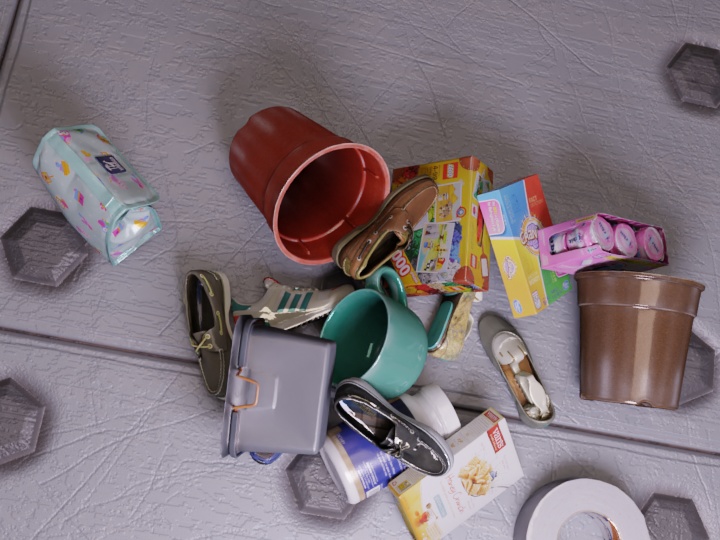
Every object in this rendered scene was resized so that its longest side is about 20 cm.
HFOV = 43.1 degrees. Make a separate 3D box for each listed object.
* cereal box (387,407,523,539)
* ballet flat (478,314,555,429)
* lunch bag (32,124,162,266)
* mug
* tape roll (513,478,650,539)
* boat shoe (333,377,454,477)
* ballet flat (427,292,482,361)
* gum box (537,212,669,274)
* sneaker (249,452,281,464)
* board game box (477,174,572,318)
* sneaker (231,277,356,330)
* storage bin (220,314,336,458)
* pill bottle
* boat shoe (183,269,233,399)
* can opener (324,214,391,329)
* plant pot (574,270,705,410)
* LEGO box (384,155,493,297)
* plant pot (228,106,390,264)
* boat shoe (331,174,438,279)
[{"bbox_3d":[0.147,0.314,1.371,0.200,0.040,0.144,-34,128,-14],"label":"cereal box"},{"bbox_3d":[0.255,0.156,1.455,0.067,0.064,0.200,-23,81,-13],"label":"ballet flat"},{"bbox_3d":[-0.388,-0.118,1.353,0.122,0.200,0.170,-40,84,-15],"label":"lunch bag"},{"bbox_3d":[0.035,0.104,1.367,0.114,0.152,0.185,28,100,-38],"label":"mug"},{"bbox_3d":[0.341,0.422,1.405,0.200,0.066,0.201,2,77,-7],"label":"tape roll"},{"bbox_3d":[0.042,0.229,1.275,0.200,0.057,0.069,37,114,-2],"label":"boat shoe"},{"bbox_3d":[0.162,0.053,1.471,0.071,0.071,0.200,22,74,-3],"label":"ballet flat"},{"bbox_3d":[0.383,-0.036,1.449,0.200,0.113,0.066,8,72,-40],"label":"gum box"},{"bbox_3d":[-0.124,0.194,1.381,0.075,0.078,0.200,17,75,-4],"label":"sneaker"},{"bbox_3d":[0.263,-0.042,1.448,0.153,0.040,0.200,-25,98,-53],"label":"board game box"},{"bbox_3d":[-0.107,0.044,1.423,0.200,0.070,0.094,-22,87,-10],"label":"sneaker"},{"bbox_3d":[-0.112,0.168,1.284,0.134,0.146,0.200,6,88,6],"label":"storage bin"},{"bbox_3d":[0.045,0.255,1.374,0.200,0.116,0.116,-26,82,-14],"label":"pill bottle"},{"bbox_3d":[-0.231,0.096,1.384,0.060,0.072,0.202,13,63,-52],"label":"boat shoe"},{"bbox_3d":[0.000,0.000,1.467,0.053,0.067,0.200,-30,95,-18],"label":"can opener"},{"bbox_3d":[0.428,0.113,1.436,0.200,0.200,0.199,9,84,-6],"label":"plant pot"},{"bbox_3d":[0.125,-0.065,1.441,0.149,0.077,0.200,-6,72,34],"label":"LEGO box"},{"bbox_3d":[-0.091,-0.145,1.389,0.201,0.201,0.195,-33,48,-14],"label":"plant pot"},{"bbox_3d":[0.052,-0.060,1.375,0.200,0.072,0.068,-44,46,-6],"label":"boat shoe"}]
